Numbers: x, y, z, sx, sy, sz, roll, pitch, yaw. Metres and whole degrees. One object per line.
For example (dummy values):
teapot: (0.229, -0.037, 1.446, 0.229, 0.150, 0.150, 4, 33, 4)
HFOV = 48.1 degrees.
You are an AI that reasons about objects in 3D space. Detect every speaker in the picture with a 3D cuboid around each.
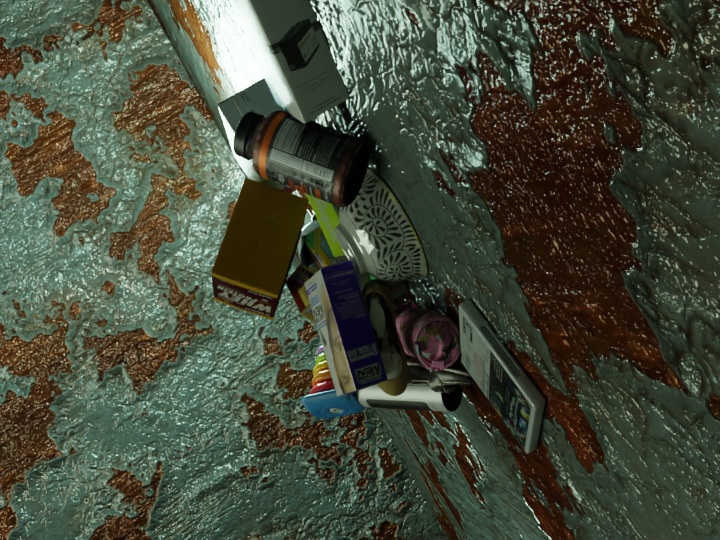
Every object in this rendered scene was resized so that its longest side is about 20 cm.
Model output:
speaker: (0.090, 0.217, 1.502, 0.197, 0.081, 0.082, -4, 124, 37)

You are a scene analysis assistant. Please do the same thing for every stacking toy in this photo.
stacking toy: (-0.052, 0.185, 1.612, 0.116, 0.108, 0.203, 49, -148, -54)

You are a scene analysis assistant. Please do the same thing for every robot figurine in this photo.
robot figurine: (-0.065, -0.028, 1.708, 0.152, 0.123, 0.202, 75, 179, -45)

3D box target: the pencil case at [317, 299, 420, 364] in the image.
pencil case: (0.024, 0.121, 1.508, 0.094, 0.197, 0.092, -150, 40, -83)

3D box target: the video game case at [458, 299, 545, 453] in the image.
video game case: (0.203, 0.158, 1.181, 0.183, 0.023, 0.201, 56, 169, 29)

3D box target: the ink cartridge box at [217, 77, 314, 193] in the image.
ink cartridge box: (-0.170, -0.253, 1.567, 0.146, 0.143, 0.200, 56, 171, 16)

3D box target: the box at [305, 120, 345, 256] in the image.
box: (-0.048, -0.138, 1.387, 0.123, 0.047, 0.202, -74, -30, -45)

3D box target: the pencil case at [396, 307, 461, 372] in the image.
pencil case: (0.109, 0.112, 1.361, 0.083, 0.086, 0.200, 53, 175, -7)

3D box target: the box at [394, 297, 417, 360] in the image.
box: (0.064, 0.094, 1.591, 0.201, 0.075, 0.050, 55, 172, 26)

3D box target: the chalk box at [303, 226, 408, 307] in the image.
chalk box: (0.000, 0.000, 1.486, 0.200, 0.123, 0.126, 51, 167, 48)

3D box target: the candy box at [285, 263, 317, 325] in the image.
candy box: (-0.049, 0.081, 1.587, 0.199, 0.057, 0.117, 35, -166, -35)

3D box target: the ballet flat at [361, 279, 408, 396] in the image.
ballet flat: (0.035, 0.117, 1.332, 0.063, 0.067, 0.204, -58, -45, -80)

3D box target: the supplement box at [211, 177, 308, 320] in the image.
supplement box: (-0.198, -0.036, 1.583, 0.131, 0.200, 0.200, 18, 162, -3)

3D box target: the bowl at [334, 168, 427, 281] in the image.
bowl: (0.018, -0.053, 1.314, 0.202, 0.093, 0.201, 57, 172, 13)

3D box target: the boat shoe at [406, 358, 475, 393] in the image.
boat shoe: (0.121, 0.189, 1.396, 0.198, 0.066, 0.058, 4, 84, 47)

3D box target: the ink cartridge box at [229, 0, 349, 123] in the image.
ink cartridge box: (-0.109, -0.333, 1.164, 0.202, 0.083, 0.145, 65, 170, -30)

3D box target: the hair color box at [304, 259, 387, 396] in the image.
hair color box: (-0.027, 0.097, 1.329, 0.203, 0.064, 0.109, 72, 158, 8)

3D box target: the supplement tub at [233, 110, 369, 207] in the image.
supplement tub: (-0.092, -0.177, 1.229, 0.197, 0.108, 0.107, 22, 159, 14)
